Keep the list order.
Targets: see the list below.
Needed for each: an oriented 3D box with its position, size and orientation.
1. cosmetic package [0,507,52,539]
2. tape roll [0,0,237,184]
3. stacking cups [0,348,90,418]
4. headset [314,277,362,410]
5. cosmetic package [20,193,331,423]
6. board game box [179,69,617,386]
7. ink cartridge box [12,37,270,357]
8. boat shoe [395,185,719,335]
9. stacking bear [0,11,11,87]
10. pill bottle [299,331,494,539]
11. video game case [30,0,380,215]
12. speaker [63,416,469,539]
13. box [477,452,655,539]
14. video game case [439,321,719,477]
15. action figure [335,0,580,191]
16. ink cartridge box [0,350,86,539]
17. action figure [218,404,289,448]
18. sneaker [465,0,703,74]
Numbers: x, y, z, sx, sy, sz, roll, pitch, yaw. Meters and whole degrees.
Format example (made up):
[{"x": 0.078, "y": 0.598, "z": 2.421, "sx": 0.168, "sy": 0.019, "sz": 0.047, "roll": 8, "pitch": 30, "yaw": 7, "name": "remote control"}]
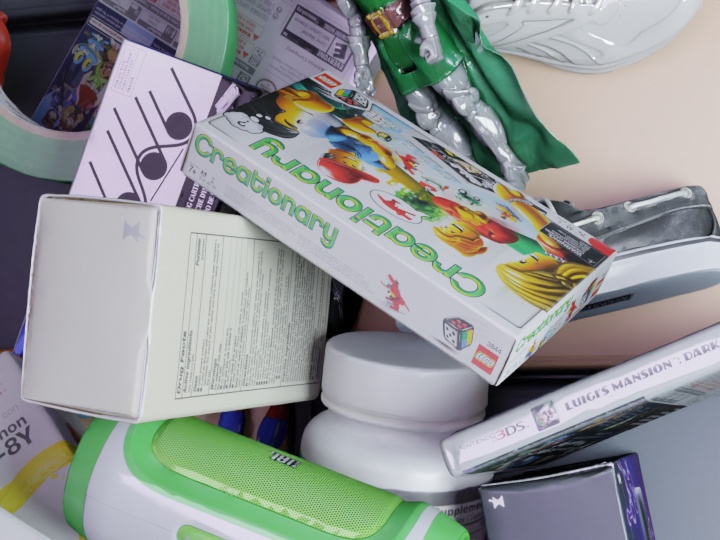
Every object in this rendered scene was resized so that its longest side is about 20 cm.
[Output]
[{"x": -0.250, "y": 0.147, "z": 0.742, "sx": 0.199, "sy": 0.071, "sz": 0.102, "roll": 27, "pitch": 74, "yaw": 24, "name": "cosmetic package"}, {"x": -0.179, "y": -0.156, "z": 0.898, "sx": 0.198, "sy": 0.048, "sz": 0.203, "roll": 0, "pitch": 92, "yaw": 2, "name": "tape roll"}, {"x": -0.201, "y": 0.073, "z": 0.929, "sx": 0.198, "sy": 0.060, "sz": 0.061, "roll": -6, "pitch": 84, "yaw": 18, "name": "stacking cups"}, {"x": 0.000, "y": 0.000, "z": 0.851, "sx": 0.122, "sy": 0.094, "sz": 0.202, "roll": -17, "pitch": 89, "yaw": 16, "name": "headset"}, {"x": -0.088, "y": 0.019, "z": 0.738, "sx": 0.070, "sy": 0.200, "sz": 0.106, "roll": 6, "pitch": 89, "yaw": 23, "name": "cosmetic package"}, {"x": 0.021, "y": -0.030, "z": 0.729, "sx": 0.199, "sy": 0.126, "sz": 0.035, "roll": 34, "pitch": 124, "yaw": 17, "name": "board game box"}, {"x": -0.130, "y": -0.028, "z": 0.851, "sx": 0.093, "sy": 0.044, "sz": 0.202, "roll": 21, "pitch": 92, "yaw": 6, "name": "ink cartridge box"}, {"x": 0.112, "y": -0.010, "z": 0.808, "sx": 0.197, "sy": 0.074, "sz": 0.069, "roll": -12, "pitch": 73, "yaw": -1, "name": "boat shoe"}, {"x": -0.328, "y": -0.116, "z": 0.969, "sx": 0.199, "sy": 0.121, "sz": 0.114, "roll": -37, "pitch": 82, "yaw": 3, "name": "stacking bear"}, {"x": 0.017, "y": 0.143, "z": 0.805, "sx": 0.112, "sy": 0.113, "sz": 0.202, "roll": 9, "pitch": 100, "yaw": 19, "name": "pill bottle"}, {"x": -0.104, "y": -0.121, "z": 0.935, "sx": 0.199, "sy": 0.023, "sz": 0.183, "roll": 33, "pitch": 96, "yaw": 17, "name": "video game case"}, {"x": -0.048, "y": 0.132, "z": 0.719, "sx": 0.198, "sy": 0.088, "sz": 0.089, "roll": 19, "pitch": 91, "yaw": 15, "name": "speaker"}, {"x": 0.130, "y": 0.207, "z": 0.765, "sx": 0.078, "sy": 0.141, "sz": 0.202, "roll": -13, "pitch": 82, "yaw": 17, "name": "box"}, {"x": 0.149, "y": 0.064, "z": 0.739, "sx": 0.181, "sy": 0.200, "sz": 0.024, "roll": -25, "pitch": 77, "yaw": 15, "name": "video game case"}, {"x": 0.031, "y": -0.128, "z": 0.808, "sx": 0.118, "sy": 0.055, "sz": 0.201, "roll": -16, "pitch": 111, "yaw": 49, "name": "action figure"}, {"x": -0.202, "y": 0.171, "z": 0.807, "sx": 0.145, "sy": 0.084, "sz": 0.200, "roll": -36, "pitch": 62, "yaw": -5, "name": "ink cartridge box"}, {"x": -0.081, "y": 0.150, "z": 0.892, "sx": 0.065, "sy": 0.052, "sz": 0.202, "roll": 7, "pitch": 90, "yaw": 15, "name": "action figure"}, {"x": 0.101, "y": -0.161, "z": 0.828, "sx": 0.198, "sy": 0.099, "sz": 0.079, "roll": -2, "pitch": 85, "yaw": 18, "name": "sneaker"}]
